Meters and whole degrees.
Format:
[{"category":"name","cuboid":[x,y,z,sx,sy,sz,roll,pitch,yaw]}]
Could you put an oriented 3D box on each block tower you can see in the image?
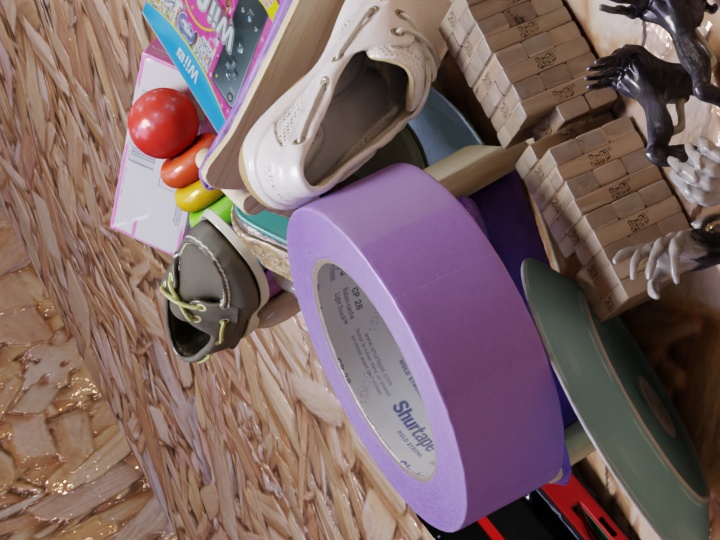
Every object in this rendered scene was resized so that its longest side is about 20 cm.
[{"category":"block tower","cuboid":[0.112,-0.075,1.066,0.200,0.054,0.058,63,163,10]}]

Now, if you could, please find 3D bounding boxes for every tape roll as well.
[{"category":"tape roll","cuboid":[0.033,0.043,1.096,0.200,0.066,0.200,56,162,29]}]

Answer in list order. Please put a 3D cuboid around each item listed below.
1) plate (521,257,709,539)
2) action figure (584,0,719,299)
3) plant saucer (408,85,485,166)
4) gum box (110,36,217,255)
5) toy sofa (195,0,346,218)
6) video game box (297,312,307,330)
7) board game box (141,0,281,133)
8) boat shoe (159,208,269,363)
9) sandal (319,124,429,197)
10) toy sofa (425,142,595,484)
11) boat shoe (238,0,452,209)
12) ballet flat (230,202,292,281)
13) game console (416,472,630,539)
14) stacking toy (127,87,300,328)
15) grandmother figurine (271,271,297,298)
[{"category":"plate","cuboid":[0.152,0.075,1.095,0.200,0.026,0.200,53,-165,-21]},{"category":"action figure","cuboid":[0.166,-0.033,0.871,0.200,0.102,0.119,59,152,26]},{"category":"plant saucer","cuboid":[0.032,-0.054,1.305,0.201,0.039,0.201,26,132,33]},{"category":"gum box","cuboid":[-0.137,-0.125,1.578,0.066,0.114,0.200,24,134,7]},{"category":"toy sofa","cuboid":[-0.035,-0.134,1.192,0.083,0.097,0.200,44,112,54]},{"category":"video game box","cuboid":[-0.026,-0.019,1.613,0.200,0.047,0.183,26,139,66]},{"category":"board game box","cuboid":[-0.069,-0.207,1.320,0.148,0.064,0.200,56,141,32]},{"category":"boat shoe","cuboid":[-0.111,0.017,1.423,0.072,0.060,0.202,50,164,13]},{"category":"sandal","cuboid":[0.003,-0.020,1.233,0.057,0.080,0.201,15,-115,-59]},{"category":"toy sofa","cuboid":[0.094,0.027,1.187,0.098,0.083,0.200,8,123,59]},{"category":"boat shoe","cuboid":[0.015,-0.113,1.110,0.071,0.200,0.069,44,160,-27]},{"category":"ballet flat","cuboid":[0.000,0.000,1.307,0.200,0.071,0.065,33,163,29]},{"category":"game console","cuboid":[0.125,0.199,1.377,0.200,0.031,0.177,50,150,19]},{"category":"stacking toy","cuboid":[-0.109,-0.053,1.497,0.200,0.085,0.085,51,169,-17]},{"category":"grandmother figurine","cuboid":[-0.054,-0.060,1.441,0.121,0.061,0.200,35,-152,-50]}]
